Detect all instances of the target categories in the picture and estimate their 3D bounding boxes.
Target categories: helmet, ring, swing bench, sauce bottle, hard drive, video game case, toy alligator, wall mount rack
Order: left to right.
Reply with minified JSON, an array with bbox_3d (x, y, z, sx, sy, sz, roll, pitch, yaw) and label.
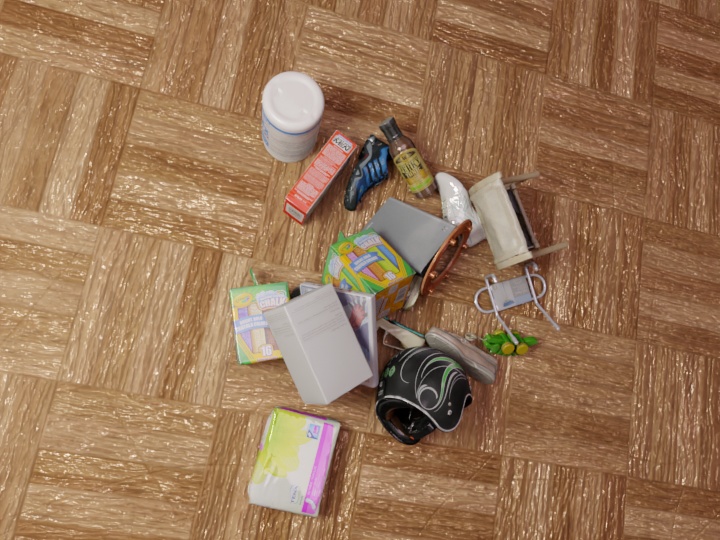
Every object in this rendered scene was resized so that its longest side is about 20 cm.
[{"bbox_3d":[-0.046,0.133,1.102,0.023,0.181,0.201,-25,118,-52],"label":"video game case"},{"bbox_3d":[0.104,-0.080,1.205,0.199,0.033,0.140,29,73,35],"label":"hard drive"},{"bbox_3d":[0.109,-0.267,1.248,0.065,0.065,0.200,-41,111,-15],"label":"sauce bottle"},{"bbox_3d":[0.138,0.259,1.132,0.200,0.200,0.191,41,47,-2],"label":"helmet"},{"bbox_3d":[0.200,-0.025,1.190,0.019,0.201,0.201,34,75,18],"label":"ring"},{"bbox_3d":[0.328,0.177,1.249,0.199,0.059,0.055,4,122,-18],"label":"toy alligator"},{"bbox_3d":[0.354,-0.116,1.228,0.199,0.129,0.200,-12,81,-44],"label":"swing bench"},{"bbox_3d":[0.385,0.079,1.269,0.199,0.075,0.175,-15,84,-13],"label":"wall mount rack"}]

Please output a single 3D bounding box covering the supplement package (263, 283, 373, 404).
[{"bbox_3d":[-0.084,0.145,1.029,0.117,0.117,0.201,-25,92,-33],"label":"supplement package"}]

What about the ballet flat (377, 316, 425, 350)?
[{"bbox_3d":[0.055,0.131,1.203,0.199,0.069,0.070,32,76,-5],"label":"ballet flat"}]

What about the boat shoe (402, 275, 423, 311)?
[{"bbox_3d":[0.121,-0.008,1.234,0.066,0.072,0.202,21,81,-12],"label":"boat shoe"}]

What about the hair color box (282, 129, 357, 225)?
[{"bbox_3d":[-0.095,-0.210,1.205,0.064,0.111,0.200,37,75,-3],"label":"hair color box"}]

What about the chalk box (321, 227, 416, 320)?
[{"bbox_3d":[0.000,0.000,1.150,0.124,0.125,0.200,-26,59,-33],"label":"chalk box"}]

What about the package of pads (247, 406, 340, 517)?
[{"bbox_3d":[-0.143,0.401,1.112,0.154,0.068,0.201,16,77,-9],"label":"package of pads"}]

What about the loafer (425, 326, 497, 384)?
[{"bbox_3d":[0.239,0.188,1.232,0.200,0.072,0.063,37,58,-10],"label":"loafer"}]

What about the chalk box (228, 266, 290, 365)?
[{"bbox_3d":[-0.211,0.092,1.123,0.123,0.124,0.201,-6,83,-12],"label":"chalk box"}]

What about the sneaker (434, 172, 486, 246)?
[{"bbox_3d":[0.232,-0.147,1.281,0.080,0.070,0.201,-32,88,-12],"label":"sneaker"}]

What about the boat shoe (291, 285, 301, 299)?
[{"bbox_3d":[-0.079,0.116,1.179,0.202,0.074,0.065,51,37,3],"label":"boat shoe"}]

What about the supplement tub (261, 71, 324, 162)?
[{"bbox_3d":[-0.153,-0.334,1.168,0.131,0.200,0.133,2,79,-11],"label":"supplement tub"}]

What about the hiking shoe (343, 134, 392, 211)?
[{"bbox_3d":[0.024,-0.226,1.249,0.086,0.074,0.201,23,77,-6],"label":"hiking shoe"}]
